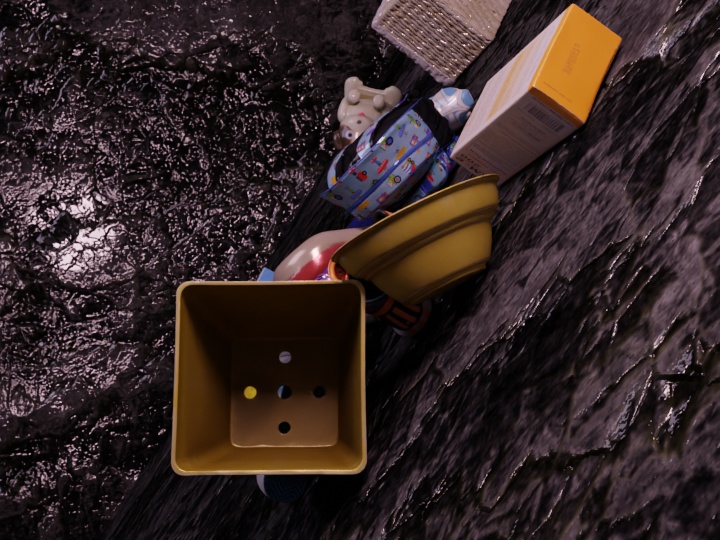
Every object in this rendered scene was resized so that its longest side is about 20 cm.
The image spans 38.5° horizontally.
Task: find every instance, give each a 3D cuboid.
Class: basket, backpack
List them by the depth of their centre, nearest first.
[{"bbox_3d":[0.041,-0.145,1.467,0.182,0.135,0.200,-40,6,27],"label":"backpack"},{"bbox_3d":[0.163,-0.496,1.926,0.161,0.200,0.199,-33,26,54],"label":"basket"}]

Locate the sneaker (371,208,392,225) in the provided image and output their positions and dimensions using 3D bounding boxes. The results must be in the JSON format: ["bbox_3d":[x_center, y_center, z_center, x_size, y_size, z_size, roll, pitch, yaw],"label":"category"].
[{"bbox_3d":[0.032,-0.009,1.348,0.070,0.090,0.200,-51,12,33],"label":"sneaker"}]

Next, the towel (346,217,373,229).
[{"bbox_3d":[0.004,-0.039,1.719,0.148,0.049,0.200,-53,12,9],"label":"towel"}]

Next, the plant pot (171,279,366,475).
[{"bbox_3d":[-0.093,0.127,1.146,0.176,0.199,0.201,88,-179,-77],"label":"plant pot"}]

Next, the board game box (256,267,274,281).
[{"bbox_3d":[-0.196,0.127,1.673,0.196,0.056,0.200,-57,7,34],"label":"board game box"}]

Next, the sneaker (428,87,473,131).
[{"bbox_3d":[0.148,-0.261,1.672,0.072,0.072,0.200,-22,7,3],"label":"sneaker"}]

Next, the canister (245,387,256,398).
[{"bbox_3d":[-0.120,0.142,1.639,0.149,0.086,0.200,-58,8,10],"label":"canister"}]

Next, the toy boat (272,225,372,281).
[{"bbox_3d":[-0.024,0.021,1.460,0.199,0.131,0.130,-10,-22,-40],"label":"toy boat"}]

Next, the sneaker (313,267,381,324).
[{"bbox_3d":[-0.056,0.040,1.339,0.080,0.199,0.084,-14,86,51],"label":"sneaker"}]

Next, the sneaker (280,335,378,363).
[{"bbox_3d":[-0.046,0.147,1.369,0.200,0.075,0.116,-14,71,52],"label":"sneaker"}]

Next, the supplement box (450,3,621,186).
[{"bbox_3d":[0.195,-0.192,1.167,0.126,0.073,0.200,-62,11,-24],"label":"supplement box"}]

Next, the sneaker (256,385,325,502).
[{"bbox_3d":[-0.083,0.186,1.289,0.201,0.076,0.081,-69,15,-11],"label":"sneaker"}]

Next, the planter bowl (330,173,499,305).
[{"bbox_3d":[0.075,-0.018,1.088,0.200,0.084,0.200,-25,-7,-3],"label":"planter bowl"}]

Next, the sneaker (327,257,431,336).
[{"bbox_3d":[0.000,0.000,1.232,0.078,0.112,0.200,-58,34,3],"label":"sneaker"}]

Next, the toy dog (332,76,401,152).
[{"bbox_3d":[-0.002,-0.338,2.408,0.200,0.139,0.194,-73,6,-58],"label":"toy dog"}]
